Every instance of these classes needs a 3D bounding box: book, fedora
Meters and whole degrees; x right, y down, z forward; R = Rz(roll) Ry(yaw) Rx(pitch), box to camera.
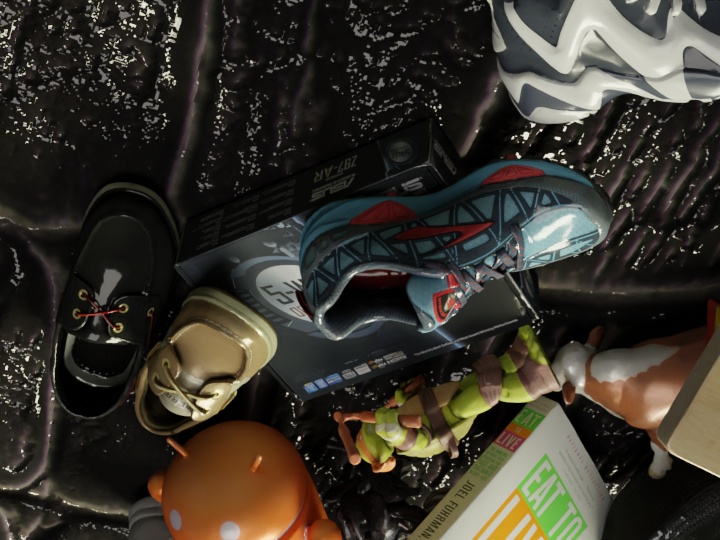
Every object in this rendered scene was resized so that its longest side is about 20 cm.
[{"bbox_3d":[0.100,0.208,1.046,0.048,0.200,0.134,21,150,48],"label":"book"},{"bbox_3d":[0.245,0.209,1.060,0.198,0.092,0.202,-13,128,-17],"label":"fedora"}]

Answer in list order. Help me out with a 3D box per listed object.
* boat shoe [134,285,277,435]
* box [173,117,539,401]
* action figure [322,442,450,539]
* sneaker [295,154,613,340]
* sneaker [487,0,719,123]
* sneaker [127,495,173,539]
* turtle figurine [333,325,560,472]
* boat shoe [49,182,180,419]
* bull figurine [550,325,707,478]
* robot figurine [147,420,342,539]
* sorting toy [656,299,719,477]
[{"bbox_3d":[-0.112,0.071,0.958,0.074,0.067,0.200,33,154,-3],"label":"boat shoe"},{"bbox_3d":[0.000,0.000,0.942,0.198,0.044,0.161,-20,130,23],"label":"box"},{"bbox_3d":[0.041,0.217,1.116,0.118,0.102,0.202,-12,100,44],"label":"action figure"},{"bbox_3d":[0.057,0.000,0.836,0.198,0.096,0.080,-13,133,18],"label":"sneaker"},{"bbox_3d":[0.155,-0.158,0.742,0.197,0.080,0.130,-7,143,26],"label":"sneaker"},{"bbox_3d":[-0.107,0.260,1.173,0.198,0.100,0.075,17,134,-13],"label":"sneaker"},{"bbox_3d":[0.058,0.097,0.960,0.160,0.200,0.065,-28,88,6],"label":"turtle figurine"},{"bbox_3d":[-0.173,0.026,0.974,0.073,0.063,0.202,18,132,-5],"label":"boat shoe"},{"bbox_3d":[0.233,0.082,0.986,0.198,0.066,0.122,-15,133,21],"label":"bull figurine"},{"bbox_3d":[-0.085,0.195,1.063,0.116,0.144,0.201,-26,135,-9],"label":"robot figurine"},{"bbox_3d":[0.308,0.054,0.893,0.198,0.070,0.200,26,100,-19],"label":"sorting toy"}]
